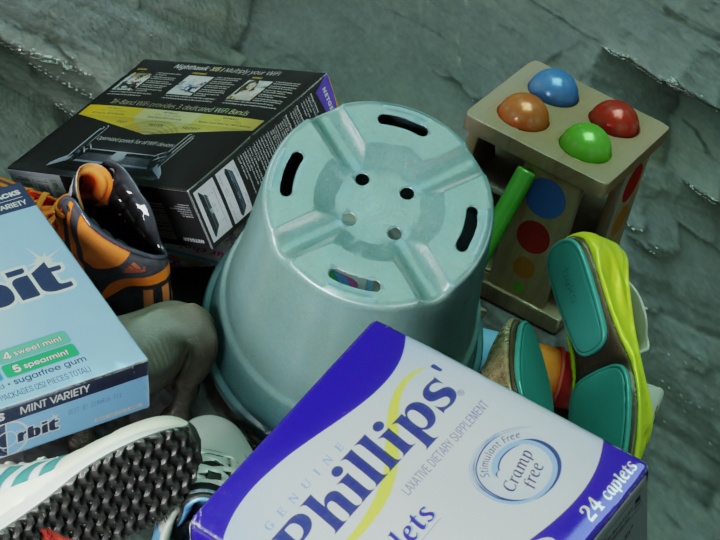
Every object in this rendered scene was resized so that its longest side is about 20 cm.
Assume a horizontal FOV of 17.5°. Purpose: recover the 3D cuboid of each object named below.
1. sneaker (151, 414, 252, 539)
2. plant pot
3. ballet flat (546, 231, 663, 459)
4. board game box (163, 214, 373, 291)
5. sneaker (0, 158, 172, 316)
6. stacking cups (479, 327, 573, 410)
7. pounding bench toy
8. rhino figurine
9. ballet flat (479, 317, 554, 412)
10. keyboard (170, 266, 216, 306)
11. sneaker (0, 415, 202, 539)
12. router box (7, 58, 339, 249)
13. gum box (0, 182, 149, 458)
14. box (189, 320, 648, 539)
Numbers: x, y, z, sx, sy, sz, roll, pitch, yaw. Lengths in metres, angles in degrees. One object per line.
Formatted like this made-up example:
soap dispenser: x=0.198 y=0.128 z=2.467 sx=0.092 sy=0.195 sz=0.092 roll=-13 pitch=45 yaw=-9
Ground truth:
sneaker: x=-0.093 y=0.149 z=1.463 sx=0.072 sy=0.073 sz=0.200 roll=10 pitch=32 yaw=-6
plant pot: x=0.000 y=0.000 z=1.544 sx=0.199 sy=0.196 sz=0.201 roll=3 pitch=64 yaw=-7
ballet flat: x=0.180 y=0.068 z=1.650 sx=0.067 sy=0.067 sz=0.201 roll=9 pitch=65 yaw=-40
board game box: x=-0.087 y=-0.022 z=1.751 sx=0.199 sy=0.034 sz=0.135 roll=14 pitch=33 yaw=-3
sneaker: x=-0.206 y=-0.041 z=1.602 sx=0.200 sy=0.112 sz=0.078 roll=28 pitch=47 yaw=17
stacking cups: x=0.084 y=0.060 z=1.679 sx=0.199 sy=0.061 sz=0.061 roll=11 pitch=33 yaw=-8
pounding bench toy: x=0.126 y=-0.051 z=1.774 sx=0.124 sy=0.156 sz=0.200 roll=28 pitch=35 yaw=17
rhino figurine: x=-0.178 y=0.067 z=1.530 sx=0.199 sy=0.088 sz=0.060 roll=-10 pitch=41 yaw=-35
ballet flat: x=0.102 y=0.115 z=1.589 sx=0.065 sy=0.071 sz=0.200 roll=-26 pitch=40 yaw=16
keyboard: x=-0.163 y=0.030 z=1.648 sx=0.199 sy=0.040 sz=0.104 roll=-1 pitch=46 yaw=-13
sneaker: x=-0.194 y=0.132 z=1.405 sx=0.199 sy=0.070 sz=0.093 roll=-32 pitch=43 yaw=-18
router box: x=-0.134 y=-0.088 z=1.699 sx=0.200 sy=0.052 sz=0.157 roll=9 pitch=41 yaw=43
gum box: x=-0.249 y=0.037 z=1.457 sx=0.169 sy=0.045 sz=0.200 roll=-19 pitch=45 yaw=-24
box: x=0.035 y=0.157 z=1.338 sx=0.200 sy=0.105 sz=0.184 roll=27 pitch=55 yaw=26
